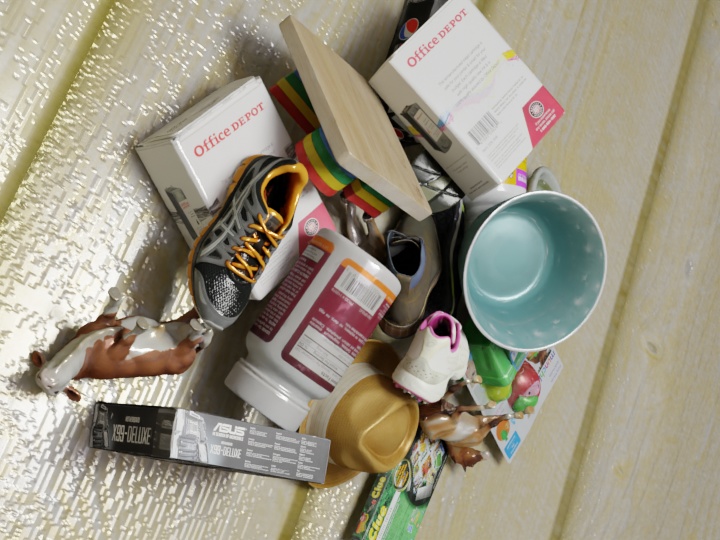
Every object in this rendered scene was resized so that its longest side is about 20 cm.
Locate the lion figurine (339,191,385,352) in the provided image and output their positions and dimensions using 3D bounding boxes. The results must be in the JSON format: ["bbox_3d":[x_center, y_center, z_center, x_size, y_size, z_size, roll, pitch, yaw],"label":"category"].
[{"bbox_3d":[0.000,0.000,1.395,0.202,0.071,0.123,-66,147,-31],"label":"lion figurine"}]

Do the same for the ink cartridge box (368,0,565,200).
[{"bbox_3d":[0.131,-0.212,1.406,0.200,0.086,0.148,47,66,-4],"label":"ink cartridge box"}]

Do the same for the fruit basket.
[{"bbox_3d":[0.214,0.131,1.572,0.186,0.093,0.201,-53,124,-32],"label":"fruit basket"}]

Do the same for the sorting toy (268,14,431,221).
[{"bbox_3d":[-0.023,-0.156,1.308,0.198,0.069,0.202,30,33,-56],"label":"sorting toy"}]

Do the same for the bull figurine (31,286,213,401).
[{"bbox_3d":[-0.234,0.073,1.157,0.198,0.121,0.066,-5,58,-50],"label":"bull figurine"}]

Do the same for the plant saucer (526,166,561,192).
[{"bbox_3d":[0.250,-0.043,1.621,0.199,0.049,0.204,-5,90,-65],"label":"plant saucer"}]

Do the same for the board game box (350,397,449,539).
[{"bbox_3d":[0.057,0.271,1.449,0.105,0.023,0.202,54,53,-43],"label":"board game box"}]

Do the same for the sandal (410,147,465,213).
[{"bbox_3d":[0.122,-0.148,1.468,0.080,0.057,0.202,44,69,-8],"label":"sandal"}]

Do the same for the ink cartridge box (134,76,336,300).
[{"bbox_3d":[-0.135,-0.089,1.268,0.145,0.084,0.202,-42,116,-36],"label":"ink cartridge box"}]

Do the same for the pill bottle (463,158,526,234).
[{"bbox_3d":[0.173,-0.145,1.543,0.103,0.103,0.204,7,83,-42],"label":"pill bottle"}]

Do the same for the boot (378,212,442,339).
[{"bbox_3d":[0.066,-0.024,1.391,0.098,0.073,0.202,96,3,-50],"label":"boot"}]

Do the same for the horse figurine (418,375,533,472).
[{"bbox_3d":[0.128,0.188,1.435,0.199,0.131,0.051,29,42,-47],"label":"horse figurine"}]

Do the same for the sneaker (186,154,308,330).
[{"bbox_3d":[-0.114,-0.035,1.176,0.078,0.076,0.203,33,66,-37],"label":"sneaker"}]

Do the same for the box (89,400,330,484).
[{"bbox_3d":[-0.155,0.178,1.182,0.198,0.156,0.051,19,75,-39],"label":"box"}]

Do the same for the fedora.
[{"bbox_3d":[0.010,0.180,1.349,0.199,0.081,0.204,-27,127,-43],"label":"fedora"}]

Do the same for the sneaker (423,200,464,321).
[{"bbox_3d":[0.104,-0.021,1.512,0.083,0.070,0.204,24,71,-63],"label":"sneaker"}]

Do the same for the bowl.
[{"bbox_3d":[0.203,-0.009,1.459,0.197,0.105,0.205,-4,105,-16],"label":"bowl"}]

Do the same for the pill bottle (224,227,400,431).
[{"bbox_3d":[-0.053,0.066,1.247,0.114,0.114,0.201,39,84,-33],"label":"pill bottle"}]

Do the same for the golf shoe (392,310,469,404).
[{"bbox_3d":[0.100,0.087,1.373,0.093,0.074,0.200,-68,172,20],"label":"golf shoe"}]

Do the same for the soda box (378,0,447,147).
[{"bbox_3d":[0.074,-0.263,1.488,0.070,0.063,0.203,34,66,-35],"label":"soda box"}]
